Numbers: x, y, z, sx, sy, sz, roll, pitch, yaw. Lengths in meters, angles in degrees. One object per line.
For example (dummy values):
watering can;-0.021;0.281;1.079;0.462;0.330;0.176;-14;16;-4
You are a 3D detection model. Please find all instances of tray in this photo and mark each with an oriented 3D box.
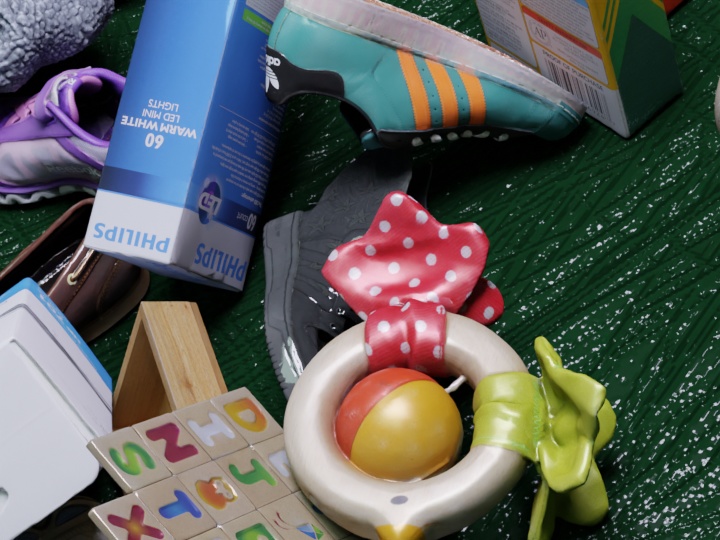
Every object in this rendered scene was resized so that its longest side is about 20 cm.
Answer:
tray;-0.086;0.120;1.166;0.037;0.099;0.200;0;43;-25

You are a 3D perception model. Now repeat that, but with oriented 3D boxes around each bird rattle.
bird rattle;0.034;0.060;1.128;0.163;0.113;0.200;-36;63;-19

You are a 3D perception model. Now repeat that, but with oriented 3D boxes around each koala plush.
koala plush;-0.268;-0.209;1.396;0.183;0.200;0.177;-16;23;30

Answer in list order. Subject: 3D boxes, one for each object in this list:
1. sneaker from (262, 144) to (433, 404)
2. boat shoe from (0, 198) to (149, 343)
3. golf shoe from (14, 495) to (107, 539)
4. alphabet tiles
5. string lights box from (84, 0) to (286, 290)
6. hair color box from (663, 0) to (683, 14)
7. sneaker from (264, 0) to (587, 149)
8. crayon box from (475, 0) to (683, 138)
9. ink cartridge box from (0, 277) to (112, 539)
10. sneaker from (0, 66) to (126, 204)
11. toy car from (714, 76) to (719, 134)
sneaker;0.001;0.002;1.254;0.104;0.060;0.200;-18;38;8
boat shoe;-0.214;0.037;1.304;0.070;0.070;0.200;32;69;36
golf shoe;-0.197;0.205;1.156;0.200;0.078;0.097;-37;55;-10
alphabet tiles;-0.040;0.129;1.087;0.166;0.200;0.006;46;118;16
string lights box;-0.088;-0.097;1.281;0.059;0.103;0.201;12;85;22
hair color box;0.194;-0.240;1.388;0.200;0.064;0.111;-41;48;-13
sneaker;0.034;-0.102;1.286;0.080;0.199;0.071;-67;24;9
crayon box;0.110;-0.183;1.278;0.052;0.200;0.126;-40;50;-15
ink cartridge box;-0.210;0.090;1.169;0.146;0.086;0.200;-36;9;-1
sneaker;-0.182;-0.090;1.386;0.200;0.089;0.081;8;56;27
toy car;0.302;-0.097;1.172;0.200;0.164;0.158;26;64;24
